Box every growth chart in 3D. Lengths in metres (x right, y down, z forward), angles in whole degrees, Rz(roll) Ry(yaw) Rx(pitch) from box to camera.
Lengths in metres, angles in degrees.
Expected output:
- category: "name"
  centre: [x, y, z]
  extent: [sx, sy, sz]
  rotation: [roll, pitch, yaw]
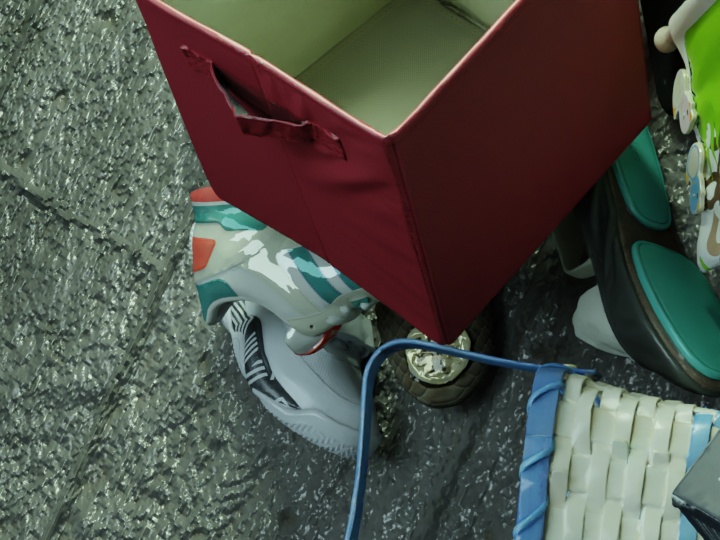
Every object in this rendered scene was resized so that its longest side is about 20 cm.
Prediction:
- category: "growth chart"
  centre: [0.184, -0.063, 1.104]
  extent: [0.145, 0.018, 0.201]
  rotation: [118, 149, -56]

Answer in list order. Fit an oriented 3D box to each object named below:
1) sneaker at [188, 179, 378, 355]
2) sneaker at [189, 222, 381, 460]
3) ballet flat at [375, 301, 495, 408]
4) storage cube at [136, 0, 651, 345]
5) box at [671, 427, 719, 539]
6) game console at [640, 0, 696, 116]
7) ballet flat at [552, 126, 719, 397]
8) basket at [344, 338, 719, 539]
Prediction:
- category: "sneaker"
  centre: [-0.001, 0.000, 1.242]
  extent: [0.198, 0.070, 0.094]
  rotation: [5, 96, 19]
- category: "sneaker"
  centre: [-0.021, 0.006, 1.313]
  extent: [0.115, 0.075, 0.201]
  rotation: [-49, 48, 21]
- category: "ballet flat"
  centre: [0.038, -0.024, 1.281]
  extent: [0.067, 0.046, 0.202]
  rotation: [-4, 69, 8]
- category: "storage cube"
  centre: [0.019, -0.106, 1.129]
  extent: [0.170, 0.180, 0.200]
  rotation: [32, 69, 28]
- category: "box"
  centre: [0.270, 0.081, 0.979]
  extent: [0.200, 0.104, 0.182]
  rotation: [-51, 45, -9]
- category: "game console"
  centre: [0.227, -0.199, 1.202]
  extent: [0.176, 0.115, 0.202]
  rotation: [131, 137, -58]
- category: "ballet flat"
  centre: [0.139, -0.003, 1.192]
  extent: [0.068, 0.068, 0.201]
  rotation: [-45, 42, 34]
- category: "basket"
  centre: [0.087, 0.131, 1.125]
  extent: [0.198, 0.139, 0.178]
  rotation: [8, 80, 11]
